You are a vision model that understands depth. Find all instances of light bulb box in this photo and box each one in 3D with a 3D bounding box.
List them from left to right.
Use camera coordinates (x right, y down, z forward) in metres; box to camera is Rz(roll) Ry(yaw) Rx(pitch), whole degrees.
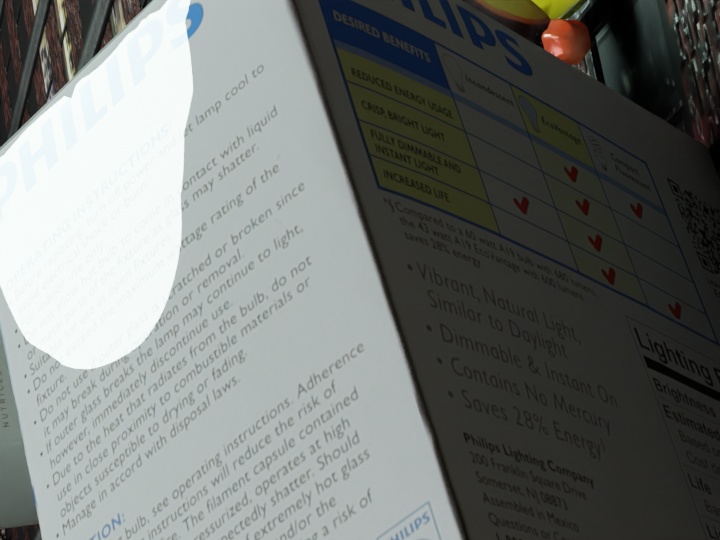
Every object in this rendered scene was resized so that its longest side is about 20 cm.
[{"bbox_3d":[0.024,0.045,0.574,0.125,0.197,0.201,-38,50,27],"label":"light bulb box"}]

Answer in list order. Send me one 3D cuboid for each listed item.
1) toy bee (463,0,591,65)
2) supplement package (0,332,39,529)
[{"bbox_3d":[0.029,-0.052,0.696,0.108,0.199,0.132,20,91,39],"label":"toy bee"},{"bbox_3d":[-0.108,0.044,1.089,0.117,0.198,0.118,115,144,-62],"label":"supplement package"}]
